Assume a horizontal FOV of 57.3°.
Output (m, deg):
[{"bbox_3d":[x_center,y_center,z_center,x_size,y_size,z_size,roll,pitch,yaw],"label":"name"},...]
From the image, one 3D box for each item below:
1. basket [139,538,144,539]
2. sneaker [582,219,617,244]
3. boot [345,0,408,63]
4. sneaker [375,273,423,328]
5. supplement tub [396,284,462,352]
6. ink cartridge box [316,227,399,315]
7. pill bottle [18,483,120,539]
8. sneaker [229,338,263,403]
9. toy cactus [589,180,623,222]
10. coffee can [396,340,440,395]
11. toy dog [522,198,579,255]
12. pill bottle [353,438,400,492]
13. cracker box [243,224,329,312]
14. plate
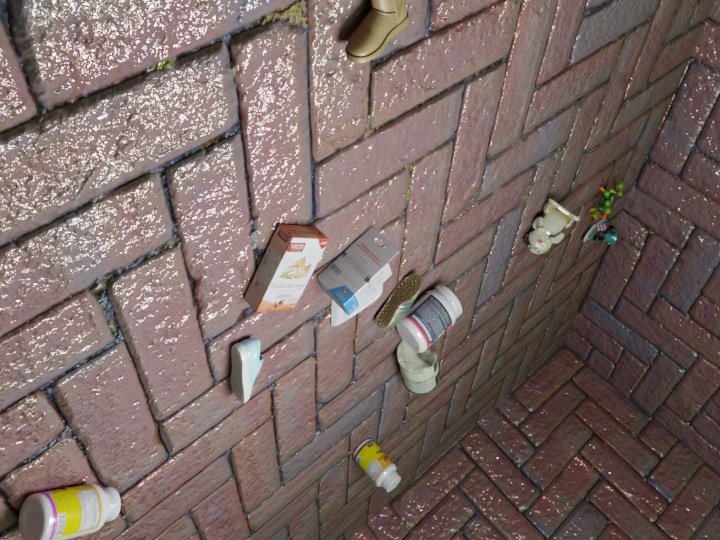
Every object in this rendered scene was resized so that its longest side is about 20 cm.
[{"bbox_3d":[-0.624,0.859,1.783,0.202,0.148,0.142,-57,150,12],"label":"basket"},{"bbox_3d":[1.144,-0.163,3.109,0.198,0.120,0.085,-31,147,-29],"label":"sneaker"},{"bbox_3d":[0.024,-0.505,1.184,0.176,0.065,0.202,-51,155,-24],"label":"boot"},{"bbox_3d":[0.127,0.099,2.045,0.201,0.067,0.090,-51,159,3],"label":"sneaker"},{"bbox_3d":[0.225,0.157,2.165,0.199,0.140,0.142,-38,150,-18],"label":"supplement tub"},{"bbox_3d":[0.000,0.000,1.685,0.199,0.116,0.068,-42,152,-11],"label":"ink cartridge box"},{"bbox_3d":[-0.625,0.525,1.433,0.105,0.104,0.198,-55,151,12],"label":"pill bottle"},{"bbox_3d":[-0.274,0.250,1.638,0.081,0.074,0.203,-23,143,-33],"label":"sneaker"},{"bbox_3d":[1.076,-0.312,2.894,0.165,0.101,0.204,-37,152,-60],"label":"toy cactus"},{"bbox_3d":[0.209,0.336,2.346,0.146,0.146,0.202,-40,150,-15],"label":"coffee can"},{"bbox_3d":[0.705,-0.159,2.507,0.202,0.138,0.194,-56,-173,10],"label":"toy dog"},{"bbox_3d":[0.068,0.773,2.607,0.108,0.200,0.111,-33,149,-24],"label":"pill bottle"},{"bbox_3d":[-0.168,-0.004,1.504,0.132,0.057,0.203,-2,126,-54],"label":"cracker box"},{"bbox_3d":[0.001,0.052,1.837,0.197,0.032,0.203,-32,146,-28],"label":"plate"}]
